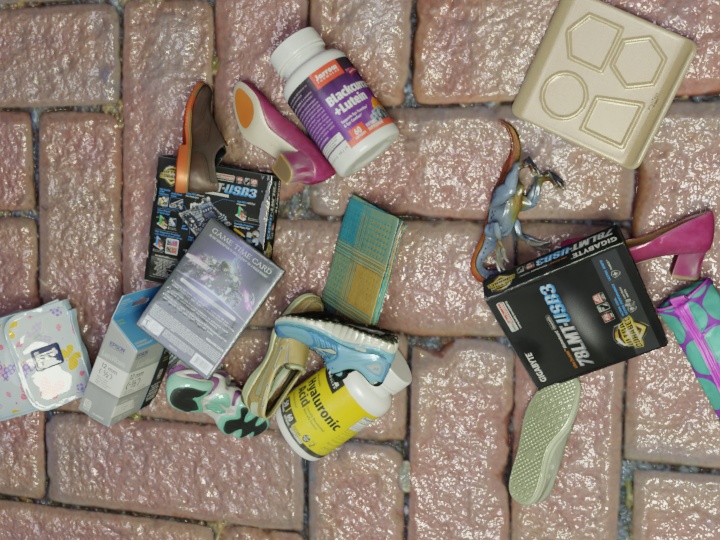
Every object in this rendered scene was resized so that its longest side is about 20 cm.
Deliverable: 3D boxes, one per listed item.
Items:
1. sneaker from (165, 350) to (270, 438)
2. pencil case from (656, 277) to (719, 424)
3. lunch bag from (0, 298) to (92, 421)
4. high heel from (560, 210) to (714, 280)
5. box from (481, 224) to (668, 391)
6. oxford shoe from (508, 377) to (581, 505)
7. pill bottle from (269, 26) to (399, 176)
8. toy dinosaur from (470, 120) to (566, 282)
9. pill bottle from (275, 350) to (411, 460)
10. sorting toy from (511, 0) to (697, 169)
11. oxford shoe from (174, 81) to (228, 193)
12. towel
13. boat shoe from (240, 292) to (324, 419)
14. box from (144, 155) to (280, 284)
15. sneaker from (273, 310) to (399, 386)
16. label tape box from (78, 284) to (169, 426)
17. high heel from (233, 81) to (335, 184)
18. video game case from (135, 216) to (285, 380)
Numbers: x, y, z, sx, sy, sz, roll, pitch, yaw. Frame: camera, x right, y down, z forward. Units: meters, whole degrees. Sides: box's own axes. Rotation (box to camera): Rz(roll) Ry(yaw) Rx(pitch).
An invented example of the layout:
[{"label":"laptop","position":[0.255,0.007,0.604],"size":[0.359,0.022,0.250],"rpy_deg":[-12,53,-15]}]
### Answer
[{"label":"sneaker","position":[-0.225,0.174,1.485],"size":[0.077,0.200,0.141],"rpy_deg":[-37,41,18]},{"label":"pencil case","position":[0.479,0.115,1.258],"size":[0.085,0.092,0.202],"rpy_deg":[-31,86,35]},{"label":"lunch bag","position":[-0.553,0.149,1.563],"size":[0.197,0.127,0.172],"rpy_deg":[-14,95,11]},{"label":"high heel","position":[0.377,-0.048,1.276],"size":[0.197,0.067,0.097],"rpy_deg":[11,110,10]},{"label":"box","position":[0.294,0.057,1.279],"size":[0.197,0.050,0.201],"rpy_deg":[-23,124,16]},{"label":"oxford shoe","position":[0.272,0.244,1.360],"size":[0.075,0.057,0.202],"rpy_deg":[18,89,45]},{"label":"pill bottle","position":[-0.042,-0.248,1.360],"size":[0.111,0.111,0.201],"rpy_deg":[-37,86,18]},{"label":"toy dinosaur","position":[0.211,-0.074,1.345],"size":[0.182,0.104,0.201],"rpy_deg":[-48,43,30]},{"label":"pill bottle","position":[-0.023,0.190,1.411],"size":[0.199,0.111,0.112],"rpy_deg":[-38,86,17]},{"label":"sorting toy","position":[0.332,-0.262,1.288],"size":[0.198,0.036,0.187],"rpy_deg":[28,104,16]},{"label":"oxford shoe","position":[-0.236,-0.199,1.423],"size":[0.071,0.071,0.202],"rpy_deg":[6,61,-8]},{"label":"towel","position":[0.000,0.000,1.388],"size":[0.146,0.021,0.203],"rpy_deg":[34,112,52]},{"label":"boat shoe","position":[-0.103,0.133,1.414],"size":[0.076,0.071,0.202],"rpy_deg":[28,92,53]},{"label":"box","position":[-0.232,-0.066,1.466],"size":[0.197,0.050,0.201],"rpy_deg":[10,98,14]},{"label":"sneaker","position":[-0.044,0.113,1.332],"size":[0.198,0.078,0.091],"rpy_deg":[15,100,30]},{"label":"label tape box","position":[-0.353,0.131,1.487],"size":[0.066,0.143,0.202],"rpy_deg":[29,104,12]},{"label":"high heel","position":[-0.117,-0.213,1.426],"size":[0.201,0.095,0.068],"rpy_deg":[53,130,26]},{"label":"video game case","position":[-0.226,0.041,1.409],"size":[0.142,0.019,0.201],"rpy_deg":[35,87,8]}]
